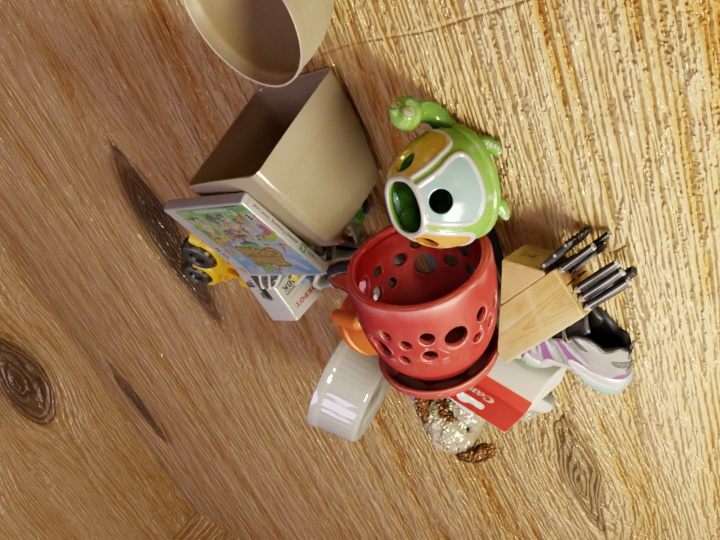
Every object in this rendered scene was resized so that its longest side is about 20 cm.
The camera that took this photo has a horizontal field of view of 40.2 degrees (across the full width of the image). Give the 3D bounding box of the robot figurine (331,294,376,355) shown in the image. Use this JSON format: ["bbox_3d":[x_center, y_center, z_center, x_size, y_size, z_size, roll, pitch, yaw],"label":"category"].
[{"bbox_3d":[0.036,0.077,1.603,0.118,0.144,0.199,56,148,-12],"label":"robot figurine"}]

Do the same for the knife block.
[{"bbox_3d":[0.264,0.041,1.247,0.174,0.064,0.204,21,123,36],"label":"knife block"}]

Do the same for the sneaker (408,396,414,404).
[{"bbox_3d":[0.154,0.228,1.723,0.198,0.077,0.082,3,132,49],"label":"sneaker"}]

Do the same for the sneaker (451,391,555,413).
[{"bbox_3d":[0.195,0.179,1.485,0.197,0.071,0.082,19,112,8],"label":"sneaker"}]

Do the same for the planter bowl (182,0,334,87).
[{"bbox_3d":[-0.107,-0.345,1.191,0.198,0.135,0.202,32,151,21],"label":"planter bowl"}]

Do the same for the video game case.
[{"bbox_3d":[-0.168,-0.048,1.433,0.198,0.022,0.182,0,147,47],"label":"video game case"}]

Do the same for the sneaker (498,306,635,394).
[{"bbox_3d":[0.283,0.078,1.341,0.197,0.078,0.141,18,144,20],"label":"sneaker"}]

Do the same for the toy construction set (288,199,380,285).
[{"bbox_3d":[-0.034,-0.047,1.529,0.091,0.134,0.198,23,162,-41],"label":"toy construction set"}]

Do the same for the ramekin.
[{"bbox_3d":[-0.011,0.213,1.799,0.096,0.202,0.202,27,150,12],"label":"ramekin"}]

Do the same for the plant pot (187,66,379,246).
[{"bbox_3d":[-0.092,-0.144,1.416,0.177,0.202,0.198,45,155,-28],"label":"plant pot"}]

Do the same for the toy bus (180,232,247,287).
[{"bbox_3d":[-0.222,-0.034,1.824,0.189,0.137,0.201,24,154,1],"label":"toy bus"}]

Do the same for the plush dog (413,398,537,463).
[{"bbox_3d":[0.164,0.210,1.574,0.199,0.172,0.161,42,154,0],"label":"plush dog"}]

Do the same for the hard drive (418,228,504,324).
[{"bbox_3d":[0.153,-0.011,1.429,0.138,0.033,0.202,15,142,42],"label":"hard drive"}]

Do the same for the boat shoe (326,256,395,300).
[{"bbox_3d":[0.038,0.037,1.453,0.197,0.064,0.071,20,149,-19],"label":"boat shoe"}]

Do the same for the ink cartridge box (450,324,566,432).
[{"bbox_3d":[0.192,0.139,1.418,0.159,0.199,0.051,30,117,24],"label":"ink cartridge box"}]

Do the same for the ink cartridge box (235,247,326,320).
[{"bbox_3d":[-0.137,-0.036,1.663,0.083,0.145,0.201,1,132,52],"label":"ink cartridge box"}]

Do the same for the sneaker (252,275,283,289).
[{"bbox_3d":[-0.128,-0.069,1.572,0.076,0.205,0.079,0,169,34],"label":"sneaker"}]

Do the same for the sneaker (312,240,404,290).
[{"bbox_3d":[0.000,0.000,1.592,0.077,0.081,0.198,49,152,-24],"label":"sneaker"}]

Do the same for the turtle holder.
[{"bbox_3d":[0.100,-0.117,1.228,0.140,0.130,0.189,31,132,40],"label":"turtle holder"}]

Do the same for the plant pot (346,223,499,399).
[{"bbox_3d":[0.095,0.053,1.331,0.198,0.200,0.185,19,142,38],"label":"plant pot"}]
